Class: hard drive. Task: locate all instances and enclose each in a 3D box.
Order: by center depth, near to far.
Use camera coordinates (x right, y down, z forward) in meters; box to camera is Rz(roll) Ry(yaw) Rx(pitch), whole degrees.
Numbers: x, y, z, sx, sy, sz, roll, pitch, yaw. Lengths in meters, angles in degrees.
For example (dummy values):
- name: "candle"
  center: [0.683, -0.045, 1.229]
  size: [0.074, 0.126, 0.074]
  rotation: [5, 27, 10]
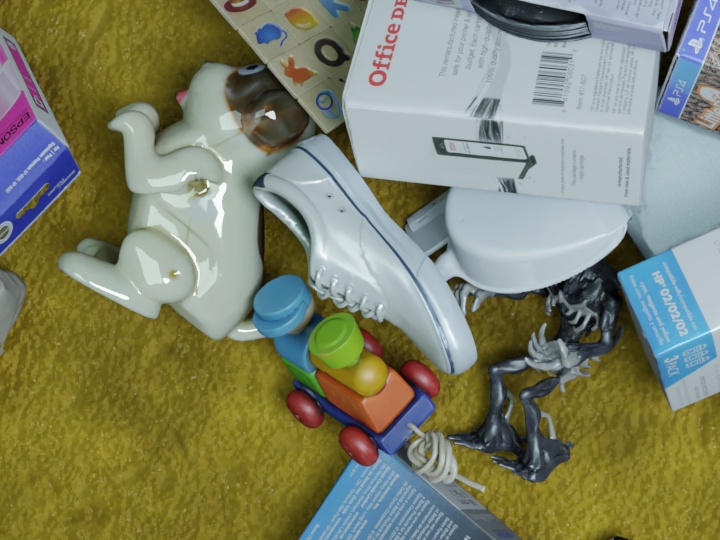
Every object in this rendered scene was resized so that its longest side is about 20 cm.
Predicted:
- name: "hard drive"
  center: [0.267, -0.046, 0.992]
  size: [0.139, 0.033, 0.201]
  rotation: [-34, 83, 10]

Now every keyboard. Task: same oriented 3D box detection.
- name: "keyboard"
  center: [0.118, -0.076, 1.017]
  size: [0.199, 0.056, 0.011]
  rotation: [-35, 124, 11]

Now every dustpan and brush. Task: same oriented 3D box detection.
- name: "dustpan and brush"
  center: [0.086, -0.024, 0.972]
  size: [0.199, 0.057, 0.140]
  rotation: [-27, 52, 7]

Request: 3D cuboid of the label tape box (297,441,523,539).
- name: "label tape box"
  center: [0.048, 0.238, 0.999]
  size: [0.200, 0.063, 0.145]
  rotation: [38, 99, 27]

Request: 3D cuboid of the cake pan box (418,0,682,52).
- name: "cake pan box"
  center: [0.133, -0.249, 0.869]
  size: [0.182, 0.052, 0.202]
  rotation: [14, 86, 19]

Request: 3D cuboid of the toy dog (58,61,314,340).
- name: "toy dog"
  center: [-0.110, -0.061, 1.018]
  size: [0.193, 0.140, 0.201]
  rotation: [28, 95, 3]

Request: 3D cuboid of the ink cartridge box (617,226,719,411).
- name: "ink cartridge box"
  center: [0.281, 0.010, 0.903]
  size: [0.198, 0.115, 0.068]
  rotation: [-25, 61, 8]

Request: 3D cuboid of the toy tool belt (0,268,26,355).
- name: "toy tool belt"
  center: [-0.372, 0.043, 1.091]
  size: [0.198, 0.125, 0.124]
  rotation: [12, 84, 13]

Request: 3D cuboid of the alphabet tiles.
- name: "alphabet tiles"
  center: [-0.011, -0.186, 1.010]
  size: [0.166, 0.006, 0.200]
  rotation: [-36, 81, -34]

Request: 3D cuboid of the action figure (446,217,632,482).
- name: "action figure"
  center: [0.129, 0.046, 0.982]
  size: [0.119, 0.101, 0.202]
  rotation: [29, 106, 53]

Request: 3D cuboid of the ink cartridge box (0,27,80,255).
- name: "ink cartridge box"
  center: [-0.287, -0.107, 1.065]
  size: [0.095, 0.037, 0.201]
  rotation: [-43, 50, 10]

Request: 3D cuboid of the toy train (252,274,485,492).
- name: "toy train"
  center: [0.005, 0.077, 0.963]
  size: [0.085, 0.116, 0.199]
  rotation: [-45, 39, -15]

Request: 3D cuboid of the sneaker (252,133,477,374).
- name: "sneaker"
  center: [0.000, 0.000, 0.936]
  size: [0.070, 0.073, 0.200]
  rotation: [-34, 71, -15]

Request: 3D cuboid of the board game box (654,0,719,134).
- name: "board game box"
  center: [0.325, -0.161, 0.921]
  size: [0.198, 0.097, 0.161]
  rotation: [21, 78, 9]

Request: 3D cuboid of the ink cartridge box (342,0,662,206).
- name: "ink cartridge box"
  center: [0.101, -0.134, 0.926]
  size: [0.198, 0.085, 0.147]
  rotation: [7, 59, 14]

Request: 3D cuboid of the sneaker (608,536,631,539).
- name: "sneaker"
  center: [0.178, 0.247, 1.000]
  size: [0.198, 0.070, 0.101]
  rotation: [-5, 78, 14]
